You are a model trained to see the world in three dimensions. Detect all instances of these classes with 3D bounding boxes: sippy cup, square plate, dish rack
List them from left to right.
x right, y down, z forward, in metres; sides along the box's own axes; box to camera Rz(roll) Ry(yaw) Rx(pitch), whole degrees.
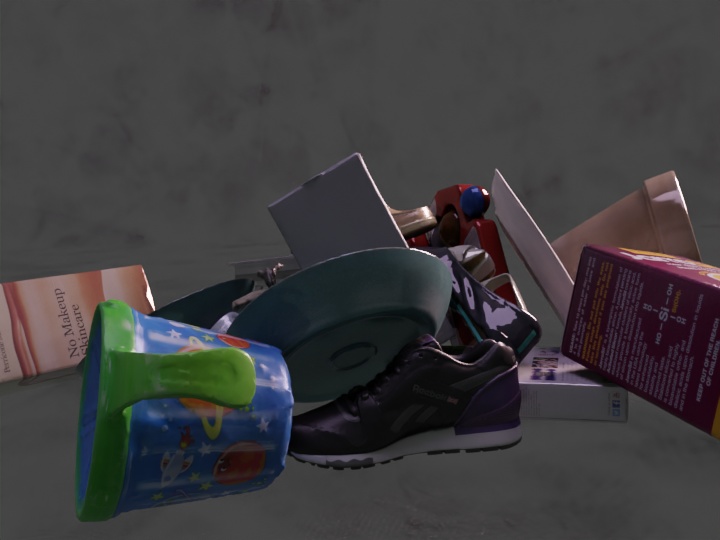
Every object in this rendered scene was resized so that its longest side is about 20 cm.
[{"bbox_3d":[-0.117,0.095,0.541,0.128,0.143,0.178,7,12,-23],"label":"sippy cup"},{"bbox_3d":[-0.055,0.005,1.024,0.197,0.045,0.170,-4,-2,45],"label":"dish rack"},{"bbox_3d":[0.198,0.001,0.866,0.028,0.202,0.198,-32,-14,9],"label":"square plate"}]

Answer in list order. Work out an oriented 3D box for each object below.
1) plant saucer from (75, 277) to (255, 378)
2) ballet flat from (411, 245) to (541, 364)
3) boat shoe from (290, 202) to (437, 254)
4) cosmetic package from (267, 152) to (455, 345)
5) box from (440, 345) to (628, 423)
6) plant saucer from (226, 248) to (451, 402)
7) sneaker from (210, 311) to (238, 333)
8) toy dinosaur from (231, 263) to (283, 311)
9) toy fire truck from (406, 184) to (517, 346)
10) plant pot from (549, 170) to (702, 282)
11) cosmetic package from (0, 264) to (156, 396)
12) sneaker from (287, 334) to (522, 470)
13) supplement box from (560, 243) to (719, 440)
[{"bbox_3d":[-0.188,0.073,0.822,0.197,0.036,0.200,-29,-8,-4],"label":"plant saucer"},{"bbox_3d":[0.112,0.021,0.783,0.071,0.075,0.201,-4,30,-20],"label":"ballet flat"},{"bbox_3d":[-0.004,-0.060,0.924,0.197,0.067,0.072,-5,2,38],"label":"boat shoe"},{"bbox_3d":[0.000,0.000,0.795,0.105,0.203,0.090,-27,-1,-1],"label":"cosmetic package"},{"bbox_3d":[0.145,0.102,0.758,0.195,0.037,0.144,1,7,16],"label":"box"},{"bbox_3d":[-0.011,0.057,0.654,0.196,0.036,0.201,-17,-30,-10],"label":"plant saucer"},{"bbox_3d":[-0.107,0.093,0.816,0.073,0.071,0.200,-46,-9,-1],"label":"sneaker"},{"bbox_3d":[-0.064,0.038,0.826,0.047,0.089,0.199,-31,-39,20],"label":"toy dinosaur"},{"bbox_3d":[0.119,-0.006,0.909,0.110,0.204,0.169,0,-27,-16],"label":"toy fire truck"},{"bbox_3d":[0.335,0.000,1.013,0.170,0.204,0.200,-18,1,20],"label":"plant pot"},{"bbox_3d":[-0.323,0.063,0.866,0.086,0.105,0.198,-25,-8,39],"label":"cosmetic package"},{"bbox_3d":[0.030,0.094,0.627,0.195,0.090,0.076,-5,7,-16],"label":"sneaker"},{"bbox_3d":[0.276,0.054,0.647,0.128,0.106,0.200,5,11,-24],"label":"supplement box"}]
